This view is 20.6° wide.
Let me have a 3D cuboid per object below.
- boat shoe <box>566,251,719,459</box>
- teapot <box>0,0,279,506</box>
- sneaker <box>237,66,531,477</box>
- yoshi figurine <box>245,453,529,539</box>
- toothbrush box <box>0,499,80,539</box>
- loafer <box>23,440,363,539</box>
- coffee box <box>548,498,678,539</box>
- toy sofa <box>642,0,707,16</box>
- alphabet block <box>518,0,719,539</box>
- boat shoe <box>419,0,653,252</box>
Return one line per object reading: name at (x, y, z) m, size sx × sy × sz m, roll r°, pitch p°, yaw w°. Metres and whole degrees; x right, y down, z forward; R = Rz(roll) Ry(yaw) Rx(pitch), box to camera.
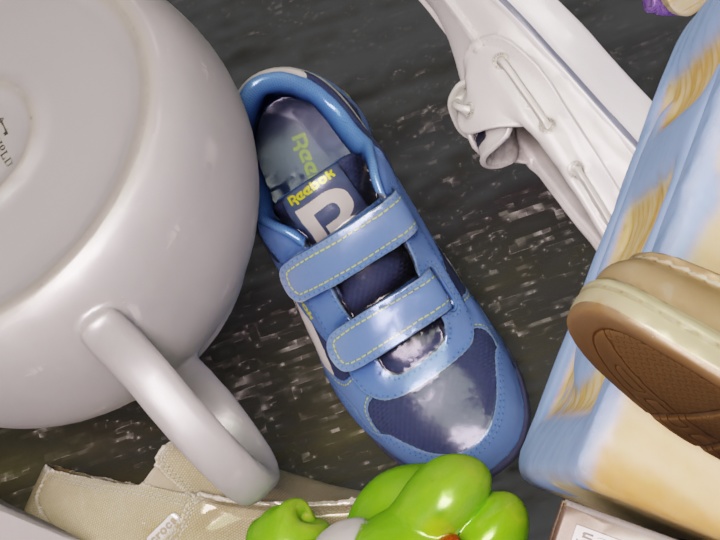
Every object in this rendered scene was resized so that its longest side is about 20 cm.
boat shoe at (0.153, 0.036, 0.560) m, size 0.199 × 0.073 × 0.063 m, roll 25°, pitch 78°, yaw -10°
teapot at (-0.112, -0.014, 0.796) m, size 0.196 × 0.146 × 0.202 m, roll -1°, pitch 63°, yaw 29°
sneaker at (0.000, 0.000, 0.821) m, size 0.074 × 0.082 × 0.201 m, roll -32°, pitch 73°, yaw 1°
yoshi figurine at (-0.012, 0.143, 0.727) m, size 0.200 × 0.112 × 0.112 m, roll -45°, pitch 35°, yaw 12°
toothbrush box at (-0.217, 0.172, 0.798) m, size 0.145 × 0.086 × 0.201 m, roll 14°, pitch 77°, yaw 48°
loafer at (-0.057, 0.101, 0.813) m, size 0.198 × 0.076 × 0.069 m, roll -8°, pitch 81°, yaw 12°
coffee box at (0.143, 0.145, 0.611) m, size 0.198 × 0.113 × 0.080 m, roll 19°, pitch 82°, yaw 12°
toy sofa at (0.167, -0.188, 0.794) m, size 0.199 × 0.083 × 0.098 m, roll -31°, pitch 106°, yaw -3°
alphabet block at (0.186, 0.019, 0.689) m, size 0.198 × 0.195 × 0.198 m, roll 22°, pitch 86°, yaw 1°
boat shoe at (0.070, -0.072, 0.827) m, size 0.065 × 0.074 × 0.200 m, roll -41°, pitch 70°, yaw -4°
